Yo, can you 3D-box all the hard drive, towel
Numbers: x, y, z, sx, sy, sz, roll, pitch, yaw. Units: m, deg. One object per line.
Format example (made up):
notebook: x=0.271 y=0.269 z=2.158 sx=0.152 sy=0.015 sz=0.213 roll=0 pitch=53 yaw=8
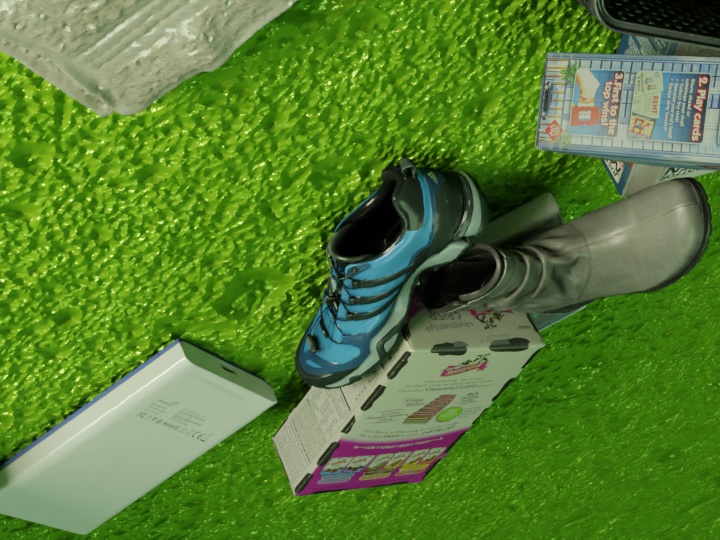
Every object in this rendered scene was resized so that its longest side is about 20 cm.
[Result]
hard drive: x=-0.178 y=0.132 z=1.107 sx=0.200 sy=0.025 sz=0.132 roll=-35 pitch=149 yaw=13
towel: x=-0.089 y=-0.158 z=0.722 sx=0.200 sy=0.035 sz=0.132 roll=-36 pitch=150 yaw=14

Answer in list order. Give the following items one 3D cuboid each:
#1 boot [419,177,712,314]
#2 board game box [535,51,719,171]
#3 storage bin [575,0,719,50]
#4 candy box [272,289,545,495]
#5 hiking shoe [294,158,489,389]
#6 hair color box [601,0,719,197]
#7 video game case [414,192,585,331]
boot: x=0.141 y=-0.007 z=1.017 sx=0.131 sy=0.070 sz=0.200 roll=-2 pitch=158 yaw=-36
board game box: x=0.244 y=-0.085 z=0.836 sx=0.200 sy=0.200 sz=0.062 roll=4 pitch=95 yaw=-36
storage bin: x=0.203 y=-0.198 z=0.777 sx=0.200 sy=0.094 sz=0.135 roll=4 pitch=122 yaw=-27
candy box: x=0.034 y=0.097 z=1.144 sx=0.136 sy=0.061 sz=0.200 roll=0 pitch=141 yaw=-37
hiking shoe: x=0.000 y=0.000 z=1.013 sx=0.087 sy=0.074 sz=0.200 roll=15 pitch=120 yaw=-40
hair color box: x=0.228 y=-0.142 z=0.971 sx=0.100 sy=0.061 sz=0.200 roll=-15 pitch=148 yaw=-15
video game case: x=0.082 y=0.032 z=1.162 sx=0.200 sy=0.023 sz=0.182 roll=-28 pitch=150 yaw=1
